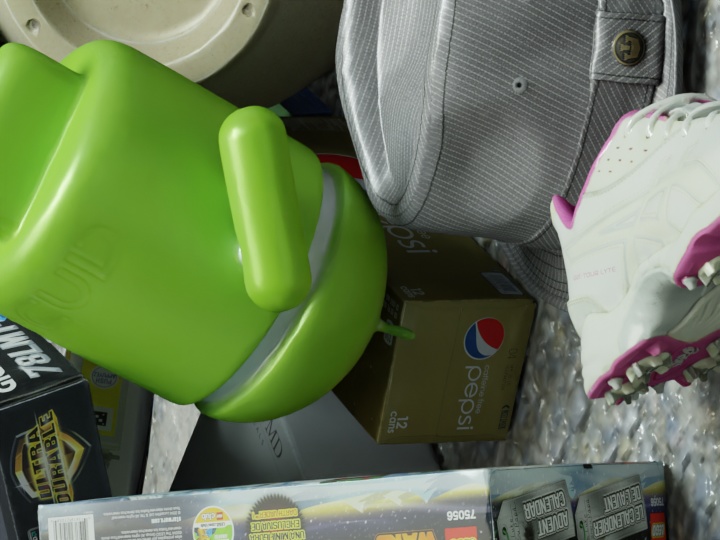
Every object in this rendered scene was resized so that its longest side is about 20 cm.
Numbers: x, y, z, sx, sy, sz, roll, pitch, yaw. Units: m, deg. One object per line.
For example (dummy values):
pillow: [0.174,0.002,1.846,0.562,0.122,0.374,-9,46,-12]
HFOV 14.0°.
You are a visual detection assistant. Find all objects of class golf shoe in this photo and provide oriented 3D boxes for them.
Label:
golf shoe: [0.118,-0.030,1.005,0.200,0.075,0.092,-51,54,52]

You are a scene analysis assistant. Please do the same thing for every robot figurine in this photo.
robot figurine: [-0.076,-0.014,1.156,0.175,0.199,0.116,-7,57,65]

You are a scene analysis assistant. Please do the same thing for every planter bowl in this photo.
planter bowl: [-0.083,-0.146,1.242,0.135,0.199,0.201,-71,-10,-70]

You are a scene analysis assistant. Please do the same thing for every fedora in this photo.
fedora: [0.048,-0.081,1.138,0.177,0.090,0.201,-145,57,-60]

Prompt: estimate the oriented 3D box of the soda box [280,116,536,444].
soda box: [0.000,0.000,1.276,0.200,0.064,0.068,-133,48,-55]

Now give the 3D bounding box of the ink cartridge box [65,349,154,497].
ink cartridge box: [-0.124,0.114,1.360,0.198,0.047,0.201,101,177,-52]

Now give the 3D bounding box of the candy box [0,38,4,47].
candy box: [-0.167,-0.085,1.266,0.102,0.026,0.201,-35,-80,-86]

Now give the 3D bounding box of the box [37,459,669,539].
box: [-0.002,0.098,1.105,0.199,0.137,0.040,-7,85,32]

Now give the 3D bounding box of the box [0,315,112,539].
box: [-0.150,0.102,1.237,0.198,0.050,0.201,36,141,56]

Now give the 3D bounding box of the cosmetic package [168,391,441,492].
cosmetic package: [-0.038,0.120,1.355,0.200,0.071,0.102,114,145,-41]

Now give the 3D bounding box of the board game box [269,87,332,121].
board game box: [-0.117,-0.082,1.432,0.200,0.034,0.136,43,118,26]
